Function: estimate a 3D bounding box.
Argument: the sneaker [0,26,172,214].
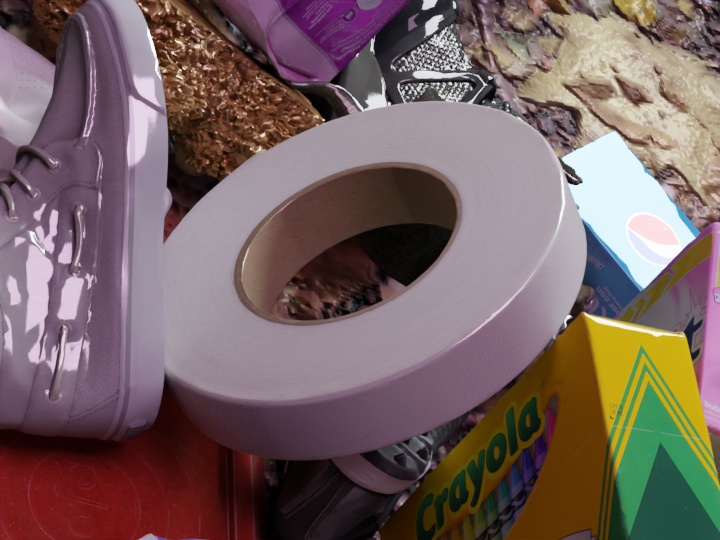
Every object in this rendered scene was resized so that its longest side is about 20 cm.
[{"bbox_3d":[-0.171,-0.084,1.136,0.200,0.075,0.088,49,34,1],"label":"sneaker"}]

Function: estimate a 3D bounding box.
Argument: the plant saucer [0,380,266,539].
[{"bbox_3d":[-0.125,0.105,1.038,0.199,0.037,0.200,13,52,-22],"label":"plant saucer"}]

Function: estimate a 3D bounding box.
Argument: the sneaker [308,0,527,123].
[{"bbox_3d":[0.037,-0.103,1.264,0.114,0.076,0.200,23,51,-17],"label":"sneaker"}]

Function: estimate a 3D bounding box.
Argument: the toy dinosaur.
[{"bbox_3d":[0.044,-0.022,1.164,0.199,0.102,0.077,27,21,-16],"label":"toy dinosaur"}]

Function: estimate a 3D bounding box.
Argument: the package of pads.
[{"bbox_3d":[-0.051,-0.199,1.219,0.200,0.120,0.076,48,4,29],"label":"package of pads"}]

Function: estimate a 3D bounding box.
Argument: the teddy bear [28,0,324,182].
[{"bbox_3d":[-0.110,-0.108,1.161,0.200,0.067,0.145,35,10,-38],"label":"teddy bear"}]

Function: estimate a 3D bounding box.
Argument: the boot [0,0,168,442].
[{"bbox_3d":[-0.138,-0.027,1.029,0.095,0.074,0.201,3,74,-25],"label":"boot"}]

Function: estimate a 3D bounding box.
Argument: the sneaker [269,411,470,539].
[{"bbox_3d":[0.002,0.077,1.115,0.066,0.091,0.200,40,21,1],"label":"sneaker"}]

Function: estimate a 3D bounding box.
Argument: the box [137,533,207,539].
[{"bbox_3d":[-0.111,0.178,0.916,0.200,0.042,0.119,-27,40,-25],"label":"box"}]

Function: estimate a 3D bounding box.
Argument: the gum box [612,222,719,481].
[{"bbox_3d":[0.138,0.078,1.103,0.066,0.200,0.114,23,50,-15],"label":"gum box"}]

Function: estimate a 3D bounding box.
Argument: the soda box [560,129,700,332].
[{"bbox_3d":[0.160,0.029,1.247,0.068,0.064,0.200,-28,75,-42],"label":"soda box"}]

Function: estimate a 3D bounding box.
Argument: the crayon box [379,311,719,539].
[{"bbox_3d":[0.082,0.145,1.020,0.058,0.200,0.173,9,53,-25],"label":"crayon box"}]

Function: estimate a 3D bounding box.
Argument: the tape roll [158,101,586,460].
[{"bbox_3d":[0.000,0.000,1.055,0.037,0.202,0.203,65,33,-36],"label":"tape roll"}]
